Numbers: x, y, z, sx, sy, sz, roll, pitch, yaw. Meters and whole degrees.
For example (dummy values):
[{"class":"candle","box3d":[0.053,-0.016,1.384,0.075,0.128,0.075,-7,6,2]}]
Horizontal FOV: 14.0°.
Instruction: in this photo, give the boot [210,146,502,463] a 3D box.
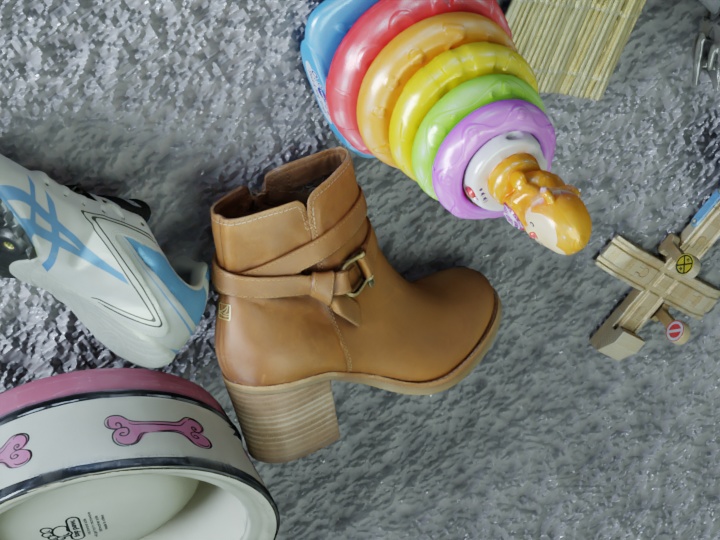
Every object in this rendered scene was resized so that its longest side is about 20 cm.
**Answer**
[{"class":"boot","box3d":[0.000,0.000,1.624,0.200,0.074,0.155,-32,124,-39]}]

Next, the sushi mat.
[{"class":"sushi mat","box3d":[0.135,-0.180,1.597,0.095,0.012,0.200,2,126,-34]}]

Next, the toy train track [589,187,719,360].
[{"class":"toy train track","box3d":[0.216,-0.019,1.782,0.115,0.033,0.200,25,110,-45]}]

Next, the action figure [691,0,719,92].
[{"class":"action figure","box3d":[0.258,-0.146,1.653,0.199,0.069,0.130,11,116,-22]}]

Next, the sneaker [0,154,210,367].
[{"class":"sneaker","box3d":[-0.153,-0.021,1.515,0.200,0.072,0.073,40,66,-43]}]

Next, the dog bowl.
[{"class":"dog bowl","box3d":[-0.148,0.126,1.598,0.199,0.074,0.200,-11,150,-7]}]

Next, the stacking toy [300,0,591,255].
[{"class":"stacking toy","box3d":[0.061,-0.068,1.506,0.110,0.200,0.116,-30,136,-8]}]
